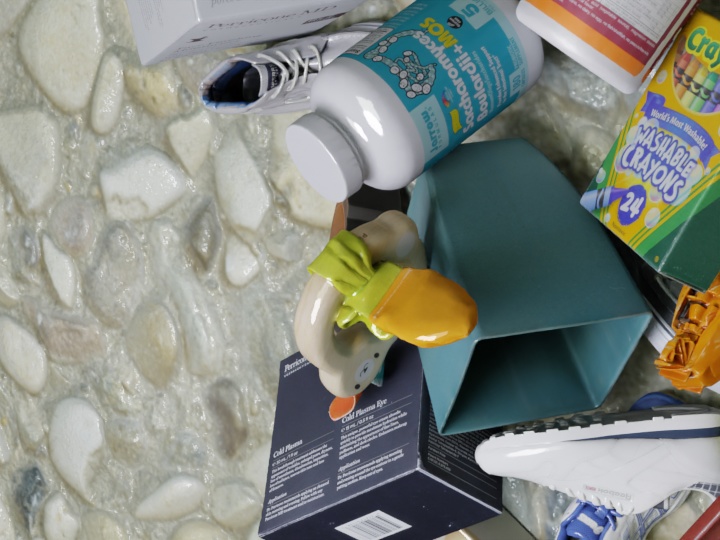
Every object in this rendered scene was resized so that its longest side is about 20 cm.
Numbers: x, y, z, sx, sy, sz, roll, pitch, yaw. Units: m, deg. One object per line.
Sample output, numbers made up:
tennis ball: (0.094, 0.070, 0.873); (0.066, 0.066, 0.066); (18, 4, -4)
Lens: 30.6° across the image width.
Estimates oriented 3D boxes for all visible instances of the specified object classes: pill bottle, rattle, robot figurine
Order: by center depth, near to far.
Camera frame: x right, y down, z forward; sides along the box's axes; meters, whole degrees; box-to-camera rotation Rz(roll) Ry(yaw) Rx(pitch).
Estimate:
robot figurine: (0.294, 0.000, 0.922); (0.145, 0.058, 0.200); (16, 74, 52)
pill bottle: (0.209, -0.237, 0.939); (0.110, 0.109, 0.200); (40, 104, 23)
rattle: (0.032, 0.065, 0.989); (0.142, 0.130, 0.201); (20, 129, 21)
pill bottle: (0.038, -0.136, 1.012); (0.111, 0.200, 0.111); (42, 158, 22)

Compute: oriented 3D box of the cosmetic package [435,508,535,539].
cosmetic package: (0.109, 0.278, 1.187); (0.200, 0.071, 0.105); (42, 122, 22)

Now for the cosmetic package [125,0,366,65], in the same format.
cosmetic package: (-0.107, -0.282, 1.114); (0.200, 0.164, 0.166); (177, 80, -68)

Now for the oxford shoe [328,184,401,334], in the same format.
oxford shoe: (0.000, 0.000, 1.158); (0.071, 0.200, 0.071); (17, 135, -11)

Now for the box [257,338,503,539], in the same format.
box: (0.020, 0.140, 1.145); (0.200, 0.104, 0.183); (-29, 42, 38)

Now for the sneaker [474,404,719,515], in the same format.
sneaker: (0.188, 0.152, 1.021); (0.199, 0.076, 0.081); (-5, 93, 16)

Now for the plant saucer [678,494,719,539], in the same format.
plant saucer: (0.336, 0.180, 0.946); (0.200, 0.199, 0.037); (-59, 24, 32)

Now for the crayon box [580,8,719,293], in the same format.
crayon box: (0.249, -0.102, 0.934); (0.200, 0.051, 0.126); (-61, 28, 14)

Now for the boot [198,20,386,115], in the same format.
boot: (-0.053, -0.175, 1.187); (0.199, 0.095, 0.074); (-12, 93, 39)

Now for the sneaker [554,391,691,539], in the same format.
sneaker: (0.213, 0.194, 1.078); (0.075, 0.088, 0.201); (32, 117, 29)

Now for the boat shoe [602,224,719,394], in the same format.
boat shoe: (0.250, 0.018, 1.015); (0.200, 0.072, 0.071); (45, 128, 23)

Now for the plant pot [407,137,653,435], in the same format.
plant pot: (0.113, 0.000, 1.043); (0.141, 0.141, 0.201); (104, 155, -53)
